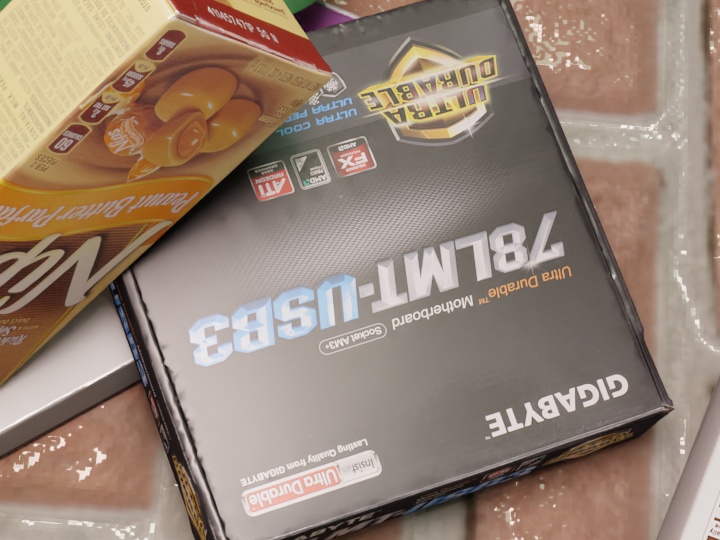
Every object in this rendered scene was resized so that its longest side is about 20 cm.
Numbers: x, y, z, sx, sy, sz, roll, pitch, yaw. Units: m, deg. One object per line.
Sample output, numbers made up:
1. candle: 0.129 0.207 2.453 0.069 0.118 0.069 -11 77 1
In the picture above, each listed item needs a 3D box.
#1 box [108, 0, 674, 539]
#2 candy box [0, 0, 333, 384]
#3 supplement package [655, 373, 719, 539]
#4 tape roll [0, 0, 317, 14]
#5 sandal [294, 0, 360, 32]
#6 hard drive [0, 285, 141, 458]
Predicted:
1. box: 0.000 0.000 0.905 0.199 0.050 0.199 -16 73 -16
2. candy box: -0.118 -0.035 0.815 0.200 0.115 0.055 -42 67 18
3. supplement package: 0.188 0.098 0.810 0.146 0.191 0.201 22 64 8
4. tape roll: -0.104 -0.159 0.944 0.199 0.048 0.201 3 31 -2
5. sandal: -0.081 -0.108 0.961 0.202 0.050 0.083 11 57 -8
6. hard drive: -0.173 -0.020 0.935 0.132 0.026 0.200 -28 69 -17
